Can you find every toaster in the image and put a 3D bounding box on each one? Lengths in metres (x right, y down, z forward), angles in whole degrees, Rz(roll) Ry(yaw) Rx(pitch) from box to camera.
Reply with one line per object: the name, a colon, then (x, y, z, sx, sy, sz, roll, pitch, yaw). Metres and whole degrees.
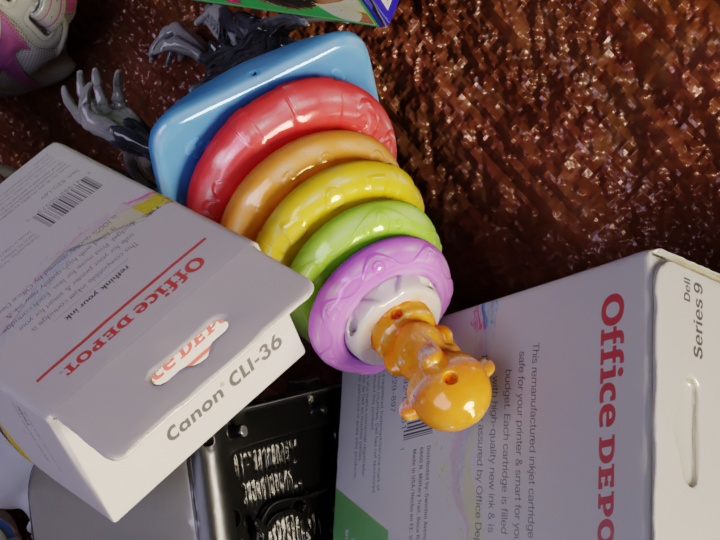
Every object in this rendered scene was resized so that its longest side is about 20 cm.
toaster: (-0.053, 0.154, 0.852, 0.118, 0.180, 0.202, -8, 91, 31)

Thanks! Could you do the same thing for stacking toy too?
stacking toy: (0.000, 0.000, 0.771, 0.200, 0.115, 0.110, 51, 162, 39)

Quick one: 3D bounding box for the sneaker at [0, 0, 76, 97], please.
sneaker: (-0.193, -0.150, 0.900, 0.087, 0.200, 0.082, -10, 73, -4)

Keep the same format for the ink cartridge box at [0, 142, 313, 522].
ink cartridge box: (-0.109, 0.028, 0.758, 0.199, 0.116, 0.068, 26, 149, 44)

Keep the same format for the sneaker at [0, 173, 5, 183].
sneaker: (-0.231, -0.050, 0.876, 0.075, 0.071, 0.200, -37, 75, -16)

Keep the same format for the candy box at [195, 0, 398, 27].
candy box: (-0.059, -0.214, 0.828, 0.198, 0.077, 0.171, 10, 71, 27)

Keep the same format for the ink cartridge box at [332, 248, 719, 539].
ink cartridge box: (0.080, 0.090, 0.763, 0.199, 0.087, 0.147, -22, 58, 49)

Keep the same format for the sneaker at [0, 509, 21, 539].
sneaker: (-0.274, 0.097, 1.022, 0.198, 0.076, 0.106, 20, 105, 26)

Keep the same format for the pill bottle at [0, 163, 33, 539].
pill bottle: (-0.181, 0.053, 0.946, 0.112, 0.112, 0.201, -39, 78, 26)

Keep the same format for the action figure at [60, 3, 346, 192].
action figure: (-0.092, -0.074, 0.882, 0.102, 0.119, 0.200, 44, 120, 11)
